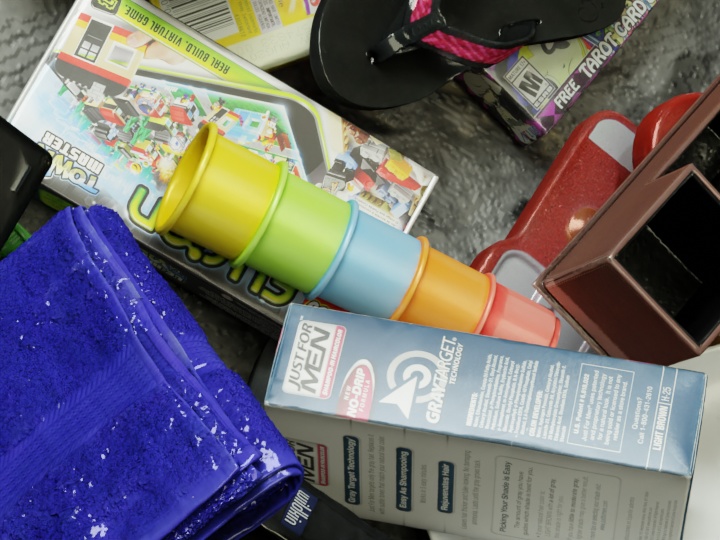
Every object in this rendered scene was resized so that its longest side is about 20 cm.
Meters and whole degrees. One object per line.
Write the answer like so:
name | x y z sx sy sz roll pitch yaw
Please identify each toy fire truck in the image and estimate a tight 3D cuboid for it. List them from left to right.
toy fire truck | 0.161 0.017 1.518 0.200 0.112 0.168 39 69 -12

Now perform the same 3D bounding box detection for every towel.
towel | -0.131 0.068 1.330 0.148 0.200 0.050 -37 140 -2

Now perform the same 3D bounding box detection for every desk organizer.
desk organizer | 0.183 -0.042 1.433 0.072 0.077 0.200 46 67 -8

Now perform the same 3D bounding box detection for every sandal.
sandal | 0.060 -0.136 1.491 0.200 0.045 0.075 -20 93 -30

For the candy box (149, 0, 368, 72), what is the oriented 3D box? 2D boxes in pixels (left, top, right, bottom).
candy box | -0.075 -0.197 1.495 0.102 0.026 0.201 -19 88 -5

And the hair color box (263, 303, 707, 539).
hair color box | 0.058 0.079 1.385 0.199 0.100 0.061 9 57 6

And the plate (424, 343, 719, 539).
plate | 0.140 0.144 1.422 0.199 0.032 0.200 -15 61 -9

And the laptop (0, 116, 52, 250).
laptop | -0.285 -0.029 1.368 0.200 0.116 0.188 37 69 -23

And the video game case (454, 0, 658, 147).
video game case | 0.087 -0.198 1.571 0.181 0.036 0.200 44 68 -7

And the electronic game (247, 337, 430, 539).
electronic game | 0.035 0.090 1.493 0.199 0.042 0.201 7 70 -19

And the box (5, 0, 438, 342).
box | -0.074 -0.049 1.450 0.200 0.035 0.110 30 74 -7

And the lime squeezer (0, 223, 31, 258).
lime squeezer | -0.184 -0.001 1.433 0.070 0.038 0.201 -11 85 8

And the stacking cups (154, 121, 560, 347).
stacking cups | 0.000 0.000 1.416 0.200 0.060 0.061 28 71 -15

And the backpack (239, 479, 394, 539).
backpack | -0.039 0.205 1.363 0.190 0.154 0.200 20 37 -20
